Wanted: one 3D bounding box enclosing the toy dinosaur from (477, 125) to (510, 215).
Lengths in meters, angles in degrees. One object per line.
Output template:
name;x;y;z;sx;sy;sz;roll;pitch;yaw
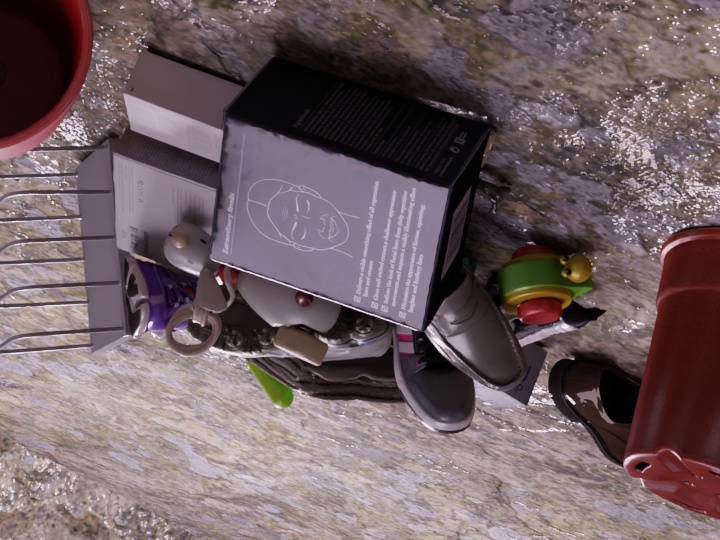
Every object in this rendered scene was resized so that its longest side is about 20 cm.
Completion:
toy dinosaur;0.075;-0.074;1.578;0.088;0.048;0.199;39;153;-25

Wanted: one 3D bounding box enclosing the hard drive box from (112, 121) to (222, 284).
hard drive box;-0.130;-0.060;1.736;0.199;0.077;0.156;21;146;7

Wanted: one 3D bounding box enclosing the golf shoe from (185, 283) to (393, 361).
golf shoe;-0.065;0.062;1.733;0.198;0.079;0.097;2;152;12

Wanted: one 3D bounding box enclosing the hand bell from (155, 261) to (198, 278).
hand bell;-0.114;-0.036;1.865;0.104;0.105;0.199;32;146;-28

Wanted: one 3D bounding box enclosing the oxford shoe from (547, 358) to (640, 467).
oxford shoe;0.290;0.162;1.936;0.200;0.073;0.084;35;156;-33

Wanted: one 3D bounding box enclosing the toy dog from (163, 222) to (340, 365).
toy dog;-0.096;0.010;1.647;0.198;0.133;0.096;4;165;13

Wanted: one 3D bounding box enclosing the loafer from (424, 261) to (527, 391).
loafer;0.079;0.029;1.641;0.200;0.070;0.070;48;178;-4

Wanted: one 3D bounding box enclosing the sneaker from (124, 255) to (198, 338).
sneaker;-0.184;0.023;1.805;0.083;0.081;0.200;-8;177;7

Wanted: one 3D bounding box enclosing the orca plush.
orca plush;0.141;0.041;1.778;0.071;0.105;0.200;60;155;-10

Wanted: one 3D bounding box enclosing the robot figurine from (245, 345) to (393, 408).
robot figurine;-0.054;0.061;1.955;0.199;0.116;0.176;23;126;-28

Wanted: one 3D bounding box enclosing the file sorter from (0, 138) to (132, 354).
file sorter;-0.312;-0.021;1.859;0.124;0.202;0.139;-2;171;-24

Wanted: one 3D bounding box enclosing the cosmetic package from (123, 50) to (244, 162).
cosmetic package;-0.108;-0.128;1.621;0.199;0.051;0.083;21;163;4

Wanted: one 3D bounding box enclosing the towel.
towel;-0.011;0.097;1.825;0.199;0.035;0.132;6;-166;-37

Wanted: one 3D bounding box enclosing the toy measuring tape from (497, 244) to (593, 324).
toy measuring tape;0.138;0.025;1.695;0.073;0.074;0.200;31;145;-25

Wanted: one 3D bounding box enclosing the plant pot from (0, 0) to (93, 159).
plant pot;-0.320;-0.180;1.535;0.199;0.202;0.177;23;172;-2

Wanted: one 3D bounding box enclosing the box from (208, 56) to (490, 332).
box;-0.011;-0.064;1.502;0.199;0.107;0.149;19;127;12

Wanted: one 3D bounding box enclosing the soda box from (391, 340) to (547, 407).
soda box;0.097;0.070;1.904;0.199;0.069;0.063;32;161;-26

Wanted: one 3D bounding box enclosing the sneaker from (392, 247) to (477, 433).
sneaker;0.074;0.043;1.716;0.083;0.201;0.121;-6;143;-12

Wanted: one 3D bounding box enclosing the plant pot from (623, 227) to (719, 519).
plant pot;0.320;0.098;1.532;0.199;0.196;0.201;19;161;7
